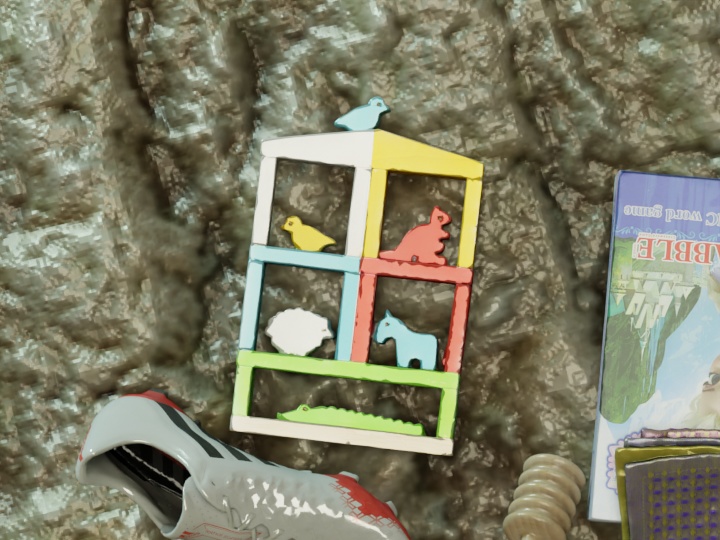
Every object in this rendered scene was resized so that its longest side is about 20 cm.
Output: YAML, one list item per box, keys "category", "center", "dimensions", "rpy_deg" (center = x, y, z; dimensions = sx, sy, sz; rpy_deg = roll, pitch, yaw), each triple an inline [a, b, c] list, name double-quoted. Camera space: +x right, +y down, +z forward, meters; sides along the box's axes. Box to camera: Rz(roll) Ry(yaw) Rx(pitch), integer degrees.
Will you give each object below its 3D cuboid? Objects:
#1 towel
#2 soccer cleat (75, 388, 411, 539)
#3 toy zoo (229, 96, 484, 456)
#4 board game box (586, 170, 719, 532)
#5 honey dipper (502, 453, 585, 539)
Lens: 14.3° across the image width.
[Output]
- category: "towel"
  center: [0.239, 0.158, 1.590]
  dimensions: [0.199, 0.023, 0.144]
  rpy_deg: [1, 108, 5]
- category: "soccer cleat"
  center: [-0.066, 0.133, 1.607]
  dimensions: [0.200, 0.085, 0.069]
  rpy_deg: [27, 119, 7]
- category: "toy zoo"
  center: [0.000, 0.000, 1.652]
  dimensions: [0.131, 0.020, 0.201]
  rpy_deg: [7, 87, 4]
- category: "board game box"
  center: [0.234, 0.051, 1.625]
  dimensions: [0.199, 0.041, 0.200]
  rpy_deg: [4, 87, 4]
- category: "honey dipper"
  center: [0.078, 0.190, 1.577]
  dimensions: [0.038, 0.038, 0.200]
  rpy_deg: [20, 56, 4]
